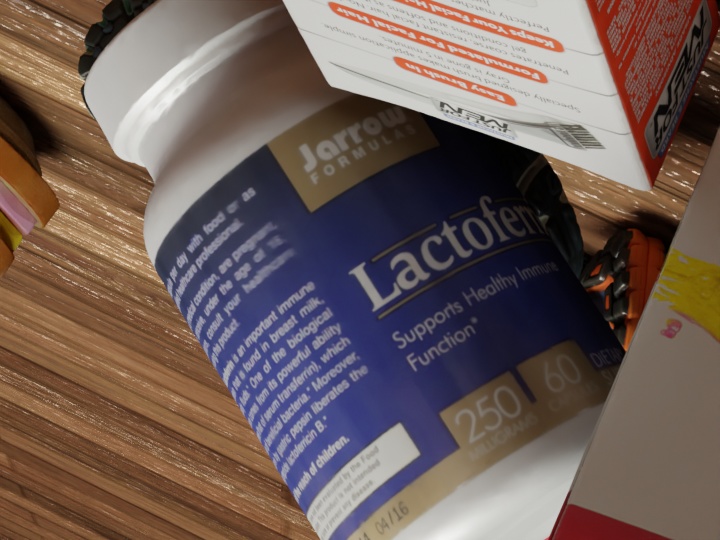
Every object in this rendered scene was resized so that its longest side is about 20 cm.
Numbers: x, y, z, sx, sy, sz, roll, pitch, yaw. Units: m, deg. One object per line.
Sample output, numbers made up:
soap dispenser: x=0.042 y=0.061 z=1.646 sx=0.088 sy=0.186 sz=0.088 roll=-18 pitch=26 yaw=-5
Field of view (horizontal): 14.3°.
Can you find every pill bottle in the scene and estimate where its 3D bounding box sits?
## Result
pill bottle: x=0.000 y=0.000 z=0.930 sx=0.201 sy=0.115 sz=0.116 roll=57 pitch=171 yaw=13

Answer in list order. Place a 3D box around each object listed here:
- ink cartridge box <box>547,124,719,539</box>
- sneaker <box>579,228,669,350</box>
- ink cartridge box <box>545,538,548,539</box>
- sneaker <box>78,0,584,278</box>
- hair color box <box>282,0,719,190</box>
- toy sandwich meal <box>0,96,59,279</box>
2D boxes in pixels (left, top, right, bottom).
ink cartridge box: x=0.151 y=0.059 z=0.842 sx=0.144 sy=0.201 sz=0.145 roll=19 pitch=164 yaw=17
sneaker: x=0.117 y=0.077 z=1.022 sx=0.078 sy=0.201 sz=0.075 roll=14 pitch=149 yaw=-14
ink cartridge box: x=0.054 y=0.057 z=1.172 sx=0.200 sy=0.083 sz=0.146 roll=33 pitch=169 yaw=22
sneaker: x=-0.002 y=-0.043 z=1.043 sx=0.199 sy=0.078 sz=0.086 roll=29 pitch=179 yaw=19
hair color box: x=0.026 y=-0.103 z=0.774 sx=0.110 sy=0.064 sz=0.200 roll=20 pitch=163 yaw=21
toy sandwich meal: x=-0.233 y=-0.064 z=1.343 sx=0.204 sy=0.071 sz=0.205 roll=25 pitch=165 yaw=7
